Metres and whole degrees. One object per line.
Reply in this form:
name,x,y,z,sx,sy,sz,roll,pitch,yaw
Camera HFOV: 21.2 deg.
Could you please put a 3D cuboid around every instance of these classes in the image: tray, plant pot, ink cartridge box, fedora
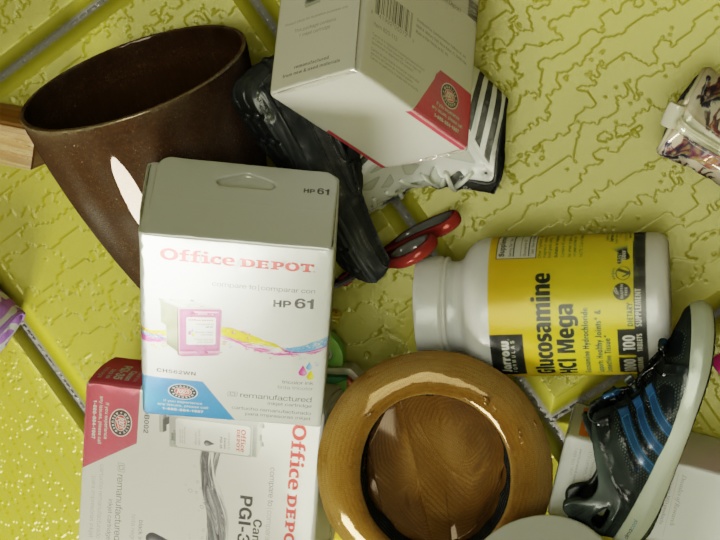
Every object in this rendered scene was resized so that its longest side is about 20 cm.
tray,-0.349,-0.125,1.592,0.200,0.099,0.037,11,102,7
plant pot,-0.149,-0.066,1.542,0.187,0.187,0.200,-13,115,12
ink cartridge box,-0.121,0.159,1.578,0.200,0.083,0.147,6,101,9
fedora,0.060,0.150,1.543,0.200,0.082,0.201,1,107,4
ink cartridge box,0.017,-0.199,1.440,0.083,0.146,0.200,-11,63,36
ink cartridge box,-0.093,0.019,1.459,0.144,0.085,0.200,4,133,0

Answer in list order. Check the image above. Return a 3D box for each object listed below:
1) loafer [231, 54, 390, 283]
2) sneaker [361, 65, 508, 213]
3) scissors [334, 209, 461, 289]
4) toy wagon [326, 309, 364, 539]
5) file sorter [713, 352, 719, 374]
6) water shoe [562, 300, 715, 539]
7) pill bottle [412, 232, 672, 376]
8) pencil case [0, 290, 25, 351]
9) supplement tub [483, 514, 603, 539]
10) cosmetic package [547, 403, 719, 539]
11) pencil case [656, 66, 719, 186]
loafer,-0.024,-0.079,1.482,0.070,0.068,0.201,-39,115,-19
sneaker,0.045,-0.075,1.546,0.115,0.076,0.201,37,102,3
scissors,0.000,0.000,1.596,0.200,0.073,0.014,-26,108,38
toy wagon,-0.039,0.131,1.622,0.155,0.040,0.200,1,102,9
file sorter,0.399,0.078,1.461,0.200,0.139,0.125,-35,60,15
water shoe,0.209,0.111,1.455,0.079,0.072,0.200,18,104,4
pill bottle,0.146,0.028,1.531,0.200,0.112,0.113,-2,101,10
pencil case,-0.381,0.009,1.633,0.200,0.086,0.084,35,104,1
supplement tub,0.163,0.295,1.520,0.132,0.132,0.200,-13,140,12
cosmetic package,0.258,0.174,1.548,0.200,0.101,0.071,14,103,6
pencil case,0.321,-0.076,1.493,0.200,0.089,0.078,35,105,2
